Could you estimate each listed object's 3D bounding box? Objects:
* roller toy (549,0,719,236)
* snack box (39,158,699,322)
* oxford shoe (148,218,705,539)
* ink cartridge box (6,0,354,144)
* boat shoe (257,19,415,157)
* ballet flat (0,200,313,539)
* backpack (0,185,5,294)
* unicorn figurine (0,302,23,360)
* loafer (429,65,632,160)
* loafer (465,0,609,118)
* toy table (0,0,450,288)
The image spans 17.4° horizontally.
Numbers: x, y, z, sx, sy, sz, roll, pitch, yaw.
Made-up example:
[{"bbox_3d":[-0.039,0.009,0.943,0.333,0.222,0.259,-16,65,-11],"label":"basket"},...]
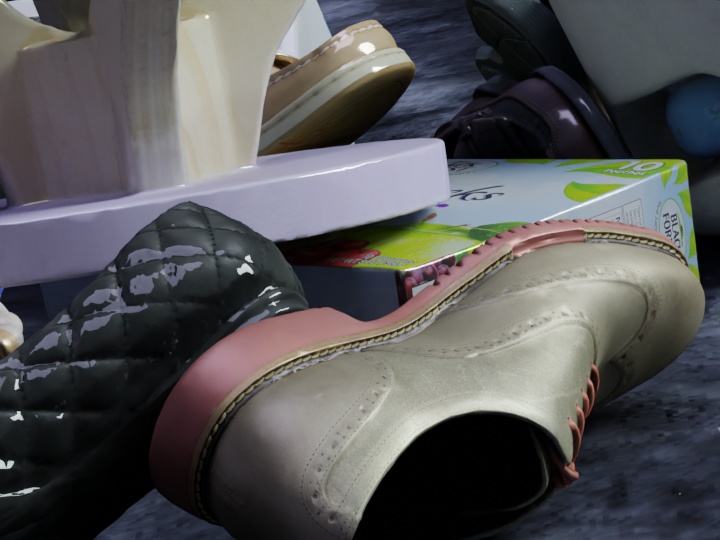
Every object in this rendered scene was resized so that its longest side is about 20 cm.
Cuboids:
[{"bbox_3d":[0.175,-0.100,0.884,0.182,0.140,0.200,-28,3,23],"label":"roller toy"},{"bbox_3d":[0.000,0.000,0.836,0.142,0.053,0.199,-19,15,-40],"label":"snack box"},{"bbox_3d":[0.038,0.041,0.648,0.199,0.071,0.075,-21,42,-40],"label":"oxford shoe"},{"bbox_3d":[-0.111,-0.074,1.090,0.199,0.068,0.116,-8,-28,11],"label":"ink cartridge box"},{"bbox_3d":[-0.062,-0.062,0.974,0.199,0.070,0.074,-29,-8,40],"label":"boat shoe"},{"bbox_3d":[-0.098,0.050,0.613,0.199,0.067,0.057,-32,52,-26],"label":"ballet flat"},{"bbox_3d":[-0.222,-0.037,0.883,0.146,0.184,0.200,-24,8,6],"label":"backpack"},{"bbox_3d":[-0.148,0.049,0.693,0.199,0.074,0.137,-20,17,-37],"label":"unicorn figurine"},{"bbox_3d":[0.062,-0.039,0.959,0.063,0.072,0.200,-31,9,-4],"label":"loafer"},{"bbox_3d":[0.092,-0.102,1.036,0.063,0.072,0.200,-50,-11,-3],"label":"loafer"},{"bbox_3d":[-0.076,-0.064,0.755,0.199,0.118,0.184,-13,8,-27],"label":"toy table"}]
